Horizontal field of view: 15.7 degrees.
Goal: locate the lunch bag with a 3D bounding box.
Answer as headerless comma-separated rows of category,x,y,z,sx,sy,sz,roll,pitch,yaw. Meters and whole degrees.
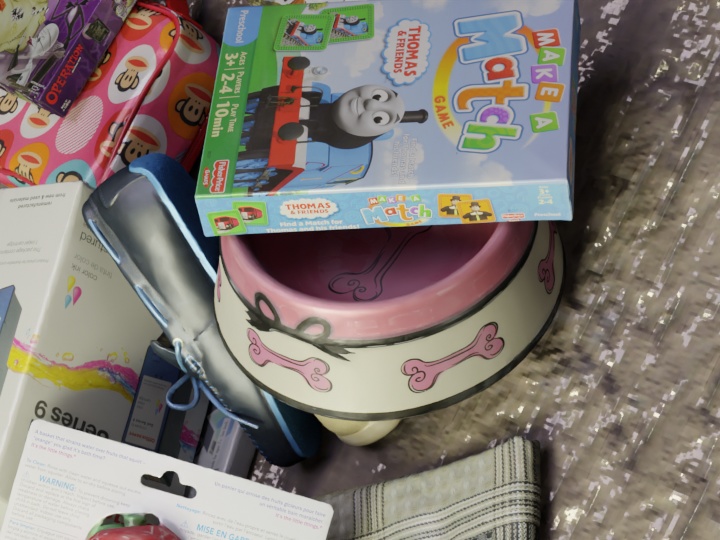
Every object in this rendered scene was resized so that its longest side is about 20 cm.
lunch bag,-0.175,-0.123,1.762,0.200,0.082,0.177,25,86,51

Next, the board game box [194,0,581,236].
board game box,0.018,-0.088,1.421,0.199,0.037,0.152,-2,47,9

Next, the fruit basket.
fruit basket,-0.125,0.202,1.443,0.185,0.094,0.201,14,80,14

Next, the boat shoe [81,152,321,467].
boat shoe,-0.092,0.028,1.524,0.069,0.084,0.200,-27,93,20

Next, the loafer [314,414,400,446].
loafer,0.000,0.000,1.514,0.076,0.068,0.201,-20,54,38

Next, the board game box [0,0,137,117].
board game box,-0.223,-0.180,1.778,0.120,0.032,0.200,-56,36,-7

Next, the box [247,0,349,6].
box,0.007,-0.191,1.645,0.137,0.038,0.200,-54,40,8

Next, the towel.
towel,0.014,0.195,1.411,0.200,0.034,0.193,-20,54,39

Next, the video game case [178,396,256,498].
video game case,-0.136,0.121,1.622,0.182,0.022,0.201,2,69,47

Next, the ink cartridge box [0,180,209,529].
ink cartridge box,-0.168,0.067,1.558,0.087,0.145,0.201,-3,64,45

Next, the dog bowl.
dog bowl,0.011,-0.017,1.433,0.199,0.074,0.201,-5,48,6
